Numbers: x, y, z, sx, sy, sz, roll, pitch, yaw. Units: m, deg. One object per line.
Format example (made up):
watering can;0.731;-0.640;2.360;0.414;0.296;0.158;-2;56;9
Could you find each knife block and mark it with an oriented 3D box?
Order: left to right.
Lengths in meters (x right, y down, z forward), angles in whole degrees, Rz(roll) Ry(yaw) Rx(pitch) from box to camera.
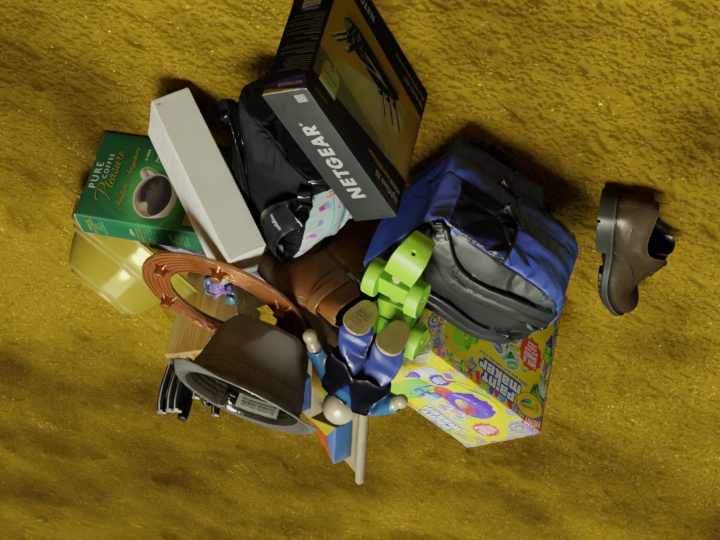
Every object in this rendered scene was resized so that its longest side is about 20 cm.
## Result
knife block;-0.213;0.097;1.804;0.200;0.175;0.064;45;176;46

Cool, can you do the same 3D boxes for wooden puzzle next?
wooden puzzle;-0.051;0.134;1.661;0.046;0.200;0.187;-19;136;-24

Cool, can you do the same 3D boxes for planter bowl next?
planter bowl;-0.304;-0.003;1.753;0.200;0.084;0.200;38;174;5

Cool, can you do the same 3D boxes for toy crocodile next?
toy crocodile;0.042;0.033;1.455;0.067;0.062;0.201;26;148;16

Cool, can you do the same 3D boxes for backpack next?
backpack;-0.066;-0.101;1.503;0.126;0.168;0.201;-26;155;-18
backpack;0.137;-0.029;1.503;0.199;0.169;0.162;34;151;-15

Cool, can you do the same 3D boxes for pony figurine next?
pony figurine;-0.154;-0.021;1.703;0.198;0.168;0.193;25;169;-5

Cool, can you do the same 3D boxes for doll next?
doll;-0.006;0.105;1.492;0.136;0.049;0.201;32;146;8

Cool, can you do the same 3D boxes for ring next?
ring;-0.156;0.039;1.564;0.198;0.019;0.201;17;155;8

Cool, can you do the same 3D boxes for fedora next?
fedora;-0.114;0.108;1.537;0.175;0.091;0.200;27;164;-8

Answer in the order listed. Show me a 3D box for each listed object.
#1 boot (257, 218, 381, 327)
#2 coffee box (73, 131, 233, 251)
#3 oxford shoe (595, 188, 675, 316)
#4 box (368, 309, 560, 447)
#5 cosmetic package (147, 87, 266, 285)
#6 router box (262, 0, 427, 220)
boot;0.000;0.000;1.580;0.155;0.198;0.078;31;124;45
coffee box;-0.222;-0.090;1.627;0.197;0.124;0.044;8;152;11
oxford shoe;0.308;-0.010;1.559;0.083;0.073;0.201;5;148;13
box;0.124;0.074;1.660;0.121;0.195;0.199;-18;137;43
cosmetic package;-0.170;-0.092;1.535;0.050;0.202;0.083;-23;167;-17
router box;-0.009;-0.171;1.360;0.052;0.159;0.200;-4;145;29
